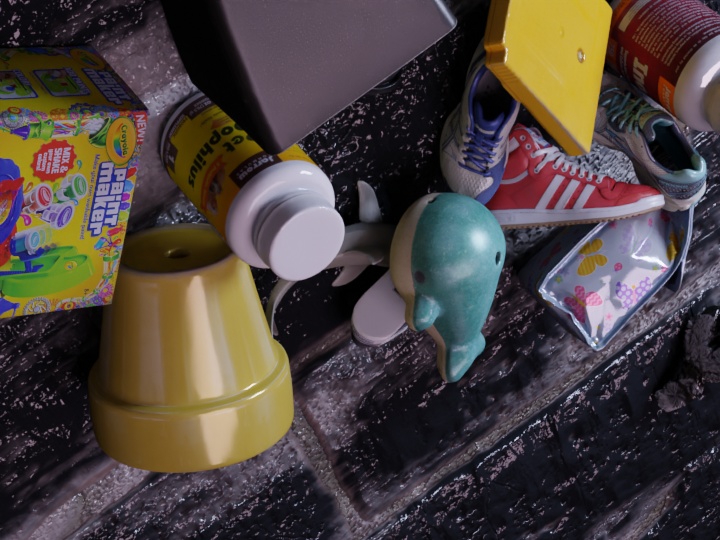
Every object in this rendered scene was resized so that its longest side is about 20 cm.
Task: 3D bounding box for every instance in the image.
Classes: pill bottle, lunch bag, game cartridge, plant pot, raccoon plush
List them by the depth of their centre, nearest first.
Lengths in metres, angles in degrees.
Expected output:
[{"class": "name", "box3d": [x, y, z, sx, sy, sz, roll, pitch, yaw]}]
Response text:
[{"class": "plant pot", "box3d": [-0.073, -0.252, 1.428, 0.200, 0.200, 0.178, -37, 127, -7]}, {"class": "pill bottle", "box3d": [-0.097, -0.077, 1.532, 0.109, 0.200, 0.110, -21, 134, -23]}, {"class": "plant pot", "box3d": [-0.168, 0.064, 1.612, 0.200, 0.201, 0.190, -16, 116, -27]}, {"class": "game cartridge", "box3d": [0.188, -0.237, 1.675, 0.200, 0.032, 0.177, 37, 57, -47]}, {"class": "pill bottle", "box3d": [0.350, -0.219, 1.760, 0.113, 0.200, 0.113, -20, 133, -23]}, {"class": "lunch bag", "box3d": [0.291, -0.017, 1.885, 0.127, 0.170, 0.200, 44, 90, -6]}, {"class": "raccoon plush", "box3d": [0.485, 0.099, 2.240, 0.134, 0.097, 0.200, -15, 162, -45]}]

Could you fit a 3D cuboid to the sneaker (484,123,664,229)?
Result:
[{"class": "sneaker", "box3d": [0.220, -0.105, 1.778, 0.071, 0.199, 0.113, -11, 97, -75]}]

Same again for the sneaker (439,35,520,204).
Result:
[{"class": "sneaker", "box3d": [0.121, -0.148, 1.713, 0.075, 0.088, 0.201, 13, 115, 4]}]

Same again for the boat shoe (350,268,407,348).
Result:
[{"class": "boat shoe", "box3d": [0.065, 0.011, 1.833, 0.200, 0.072, 0.068, -46, 173, -16]}]

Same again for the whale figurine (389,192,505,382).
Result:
[{"class": "whale figurine", "box3d": [0.105, 0.018, 1.730, 0.159, 0.103, 0.201, -44, 128, -49]}]

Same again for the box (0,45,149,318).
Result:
[{"class": "box", "box3d": [-0.306, -0.075, 1.432, 0.192, 0.122, 0.201, -8, 128, -34]}]

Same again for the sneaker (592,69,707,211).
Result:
[{"class": "sneaker", "box3d": [0.298, -0.157, 1.777, 0.078, 0.200, 0.086, -42, 168, -13]}]

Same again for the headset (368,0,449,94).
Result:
[{"class": "headset", "box3d": [-0.003, -0.223, 1.581, 0.200, 0.094, 0.124, -42, 161, -10]}]

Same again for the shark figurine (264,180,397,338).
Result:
[{"class": "shark figurine", "box3d": [-0.019, -0.004, 1.721, 0.214, 0.089, 0.129, -25, 118, -18]}]
